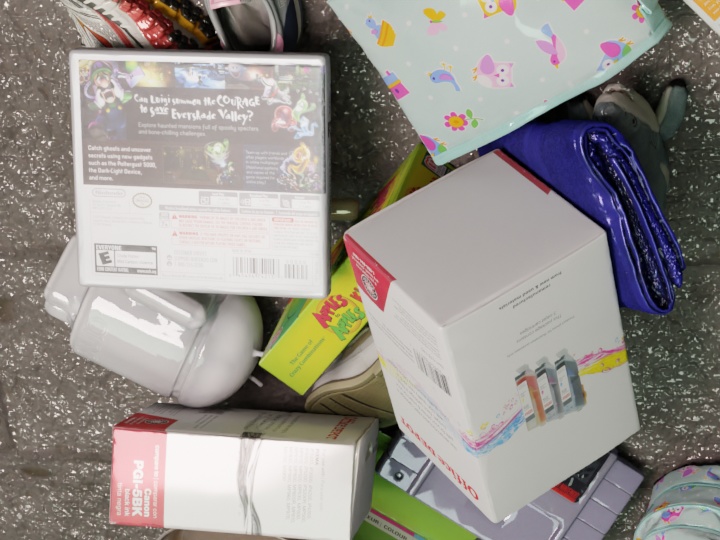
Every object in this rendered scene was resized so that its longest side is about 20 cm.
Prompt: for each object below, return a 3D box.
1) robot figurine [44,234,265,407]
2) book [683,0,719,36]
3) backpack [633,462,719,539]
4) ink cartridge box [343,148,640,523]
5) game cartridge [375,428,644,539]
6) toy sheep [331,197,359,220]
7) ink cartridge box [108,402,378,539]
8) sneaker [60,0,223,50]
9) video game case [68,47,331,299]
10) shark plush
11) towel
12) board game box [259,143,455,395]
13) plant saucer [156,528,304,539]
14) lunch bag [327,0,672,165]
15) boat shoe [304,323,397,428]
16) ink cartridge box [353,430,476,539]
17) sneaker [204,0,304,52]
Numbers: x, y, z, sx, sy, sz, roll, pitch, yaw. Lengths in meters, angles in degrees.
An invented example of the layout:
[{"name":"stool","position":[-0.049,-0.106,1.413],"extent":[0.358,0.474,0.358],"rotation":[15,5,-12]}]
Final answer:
[{"name":"robot figurine","position":[-0.167,0.043,1.487],"extent":[0.199,0.114,0.170],"rotation":[25,166,-1]},{"name":"book","position":[0.268,-0.243,1.224],"extent":[0.200,0.048,0.133],"rotation":[42,121,-14]},{"name":"backpack","position":[0.316,0.261,1.485],"extent":[0.166,0.127,0.201],"rotation":[-21,111,30]},{"name":"ink cartridge box","position":[0.099,0.049,1.299],"extent":[0.144,0.145,0.201],"rotation":[-29,130,-16]},{"name":"game cartridge","position":[0.129,0.171,1.507],"extent":[0.199,0.038,0.130],"rotation":[32,104,-7]},{"name":"toy sheep","position":[-0.100,-0.055,1.399],"extent":[0.198,0.138,0.139],"rotation":[5,124,5]},{"name":"ink cartridge box","position":[-0.092,0.164,1.445],"extent":[0.198,0.147,0.084],"rotation":[4,94,8]},{"name":"sneaker","position":[-0.200,-0.196,1.365],"extent":[0.200,0.078,0.082],"rotation":[40,125,-11]},{"name":"video game case","position":[-0.119,-0.074,1.322],"extent":[0.198,0.023,0.184],"rotation":[3,104,12]},{"name":"shark plush","position":[0.198,-0.055,1.338],"extent":[0.090,0.084,0.201],"rotation":[4,124,8]},{"name":"towel","position":[0.162,-0.047,1.299],"extent":[0.049,0.200,0.149],"rotation":[-27,103,-15]},{"name":"board game box","position":[0.000,0.000,1.420],"extent":[0.047,0.102,0.200],"rotation":[35,124,-7]},{"name":"plant saucer","position":[-0.084,0.266,1.540],"extent":[0.198,0.032,0.201],"rotation":[13,144,10]},{"name":"lunch bag","position":[0.101,-0.197,1.254],"extent":[0.199,0.122,0.171],"rotation":[-24,112,34]},{"name":"boat shoe","position":[0.021,0.078,1.483],"extent":[0.074,0.069,0.200],"rotation":[26,148,-22]},{"name":"ink cartridge box","position":[0.018,0.248,1.572],"extent":[0.147,0.076,0.200],"rotation":[31,136,-5]},{"name":"sneaker","position":[-0.094,-0.237,1.305],"extent":[0.070,0.082,0.201],"rotation":[-10,118,22]}]
